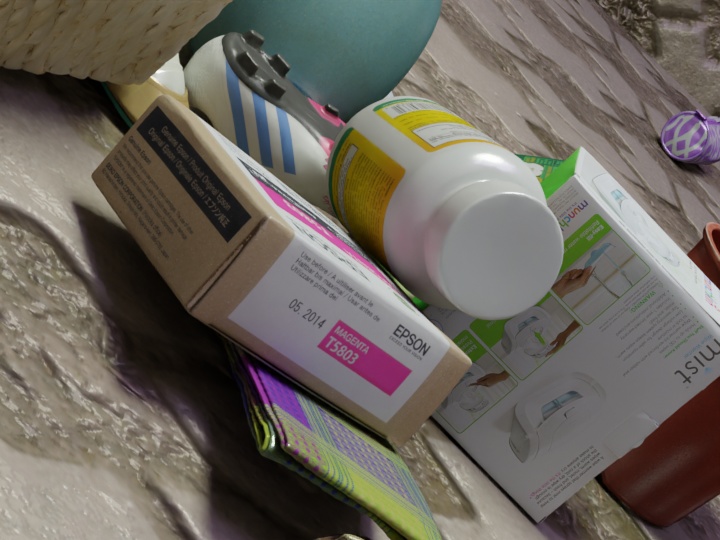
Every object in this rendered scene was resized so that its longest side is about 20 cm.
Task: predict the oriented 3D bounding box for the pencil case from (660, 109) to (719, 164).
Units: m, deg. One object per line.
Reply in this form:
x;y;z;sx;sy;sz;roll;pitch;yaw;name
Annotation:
0.541;-0.212;2.755;0.084;0.085;0.200;50;20;12;pencil case

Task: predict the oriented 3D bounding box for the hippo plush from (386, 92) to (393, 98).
-0.001;-0.229;1.526;0.159;0.161;0.200;26;29;-46;hippo plush

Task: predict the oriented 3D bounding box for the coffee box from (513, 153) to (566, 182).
0.095;-0.067;1.426;0.200;0.044;0.123;8;18;7;coffee box

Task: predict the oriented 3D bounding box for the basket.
-0.175;-0.232;1.066;0.198;0.200;0.161;-1;62;-51;basket

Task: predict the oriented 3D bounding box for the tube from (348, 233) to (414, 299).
0.000;0.000;1.265;0.200;0.052;0.058;-9;99;-71;tube

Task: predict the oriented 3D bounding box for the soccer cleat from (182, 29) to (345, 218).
-0.054;-0.088;1.259;0.200;0.086;0.070;45;29;-21;soccer cleat

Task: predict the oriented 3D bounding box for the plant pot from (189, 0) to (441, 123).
-0.052;-0.178;1.327;0.200;0.200;0.135;37;57;-27;plant pot

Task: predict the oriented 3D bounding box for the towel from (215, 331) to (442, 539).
-0.020;0.096;1.000;0.144;0.023;0.200;39;7;-25;towel

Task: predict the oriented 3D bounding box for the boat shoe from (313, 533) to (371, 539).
-0.013;0.167;0.860;0.075;0.075;0.202;49;19;6;boat shoe

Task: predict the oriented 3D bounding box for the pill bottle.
0.056;-0.040;1.141;0.113;0.113;0.200;37;3;-26;pill bottle

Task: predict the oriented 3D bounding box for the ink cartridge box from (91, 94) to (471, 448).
-0.047;0.001;1.043;0.200;0.075;0.165;37;6;-42;ink cartridge box

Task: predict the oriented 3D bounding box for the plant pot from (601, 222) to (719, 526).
0.283;0.098;1.438;0.201;0.195;0.201;40;21;-19;plant pot

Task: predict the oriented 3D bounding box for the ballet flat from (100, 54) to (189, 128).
-0.167;-0.166;1.202;0.200;0.063;0.069;52;18;13;ballet flat

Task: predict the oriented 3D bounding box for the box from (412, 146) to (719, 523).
0.144;0.047;1.237;0.176;0.200;0.097;44;19;-5;box
